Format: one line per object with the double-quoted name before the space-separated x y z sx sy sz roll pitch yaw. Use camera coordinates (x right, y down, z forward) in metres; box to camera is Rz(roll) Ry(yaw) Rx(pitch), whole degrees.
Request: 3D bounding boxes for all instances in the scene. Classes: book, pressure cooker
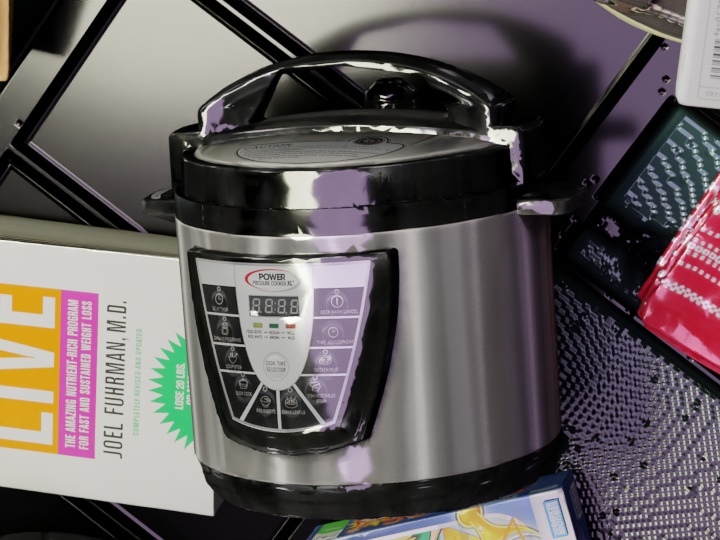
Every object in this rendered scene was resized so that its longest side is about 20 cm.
"book" -0.163 0.043 1.416 0.200 0.048 0.134 6 107 10
"pressure cooker" 0.000 -0.001 1.300 0.176 0.179 0.200 -7 102 -21

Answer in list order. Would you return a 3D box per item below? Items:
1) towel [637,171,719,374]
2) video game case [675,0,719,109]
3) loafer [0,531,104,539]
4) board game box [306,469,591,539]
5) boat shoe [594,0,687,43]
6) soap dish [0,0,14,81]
"towel" 0.236 -0.022 1.318 0.145 0.022 0.200 34 107 4
"video game case" 0.240 -0.160 1.244 0.182 0.023 0.200 6 110 2
"loafer" -0.201 0.181 1.446 0.200 0.068 0.070 -12 136 8
"board game box" 0.064 0.209 1.399 0.135 0.034 0.200 -14 98 15
"boat shoe" 0.112 -0.152 1.295 0.200 0.065 0.073 25 104 6
"soap dish" -0.251 -0.184 1.342 0.200 0.081 0.158 14 131 10
